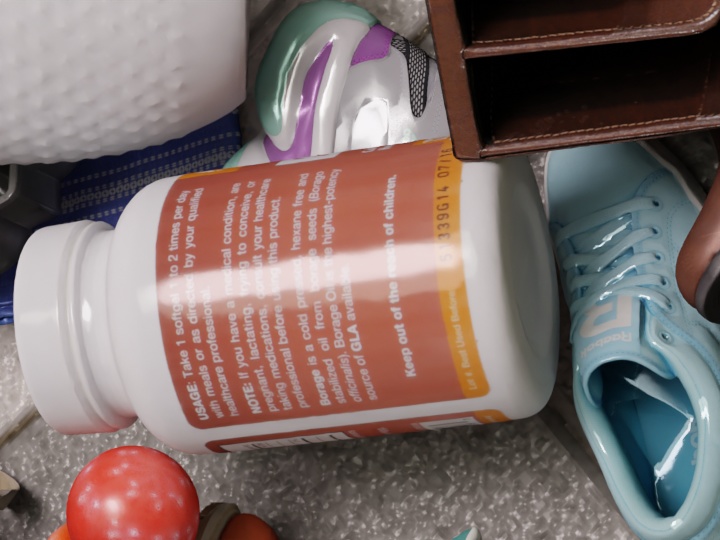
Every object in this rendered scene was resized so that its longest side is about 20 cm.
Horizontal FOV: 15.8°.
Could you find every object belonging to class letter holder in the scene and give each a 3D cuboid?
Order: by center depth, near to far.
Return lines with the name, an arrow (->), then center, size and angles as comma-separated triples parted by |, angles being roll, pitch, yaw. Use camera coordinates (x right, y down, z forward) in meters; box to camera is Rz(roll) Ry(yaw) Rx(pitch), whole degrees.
letter holder -> 0.099, -0.150, 0.991 | 0.141, 0.101, 0.201 | -5, 43, 8

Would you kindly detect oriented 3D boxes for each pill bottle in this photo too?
pill bottle -> -0.029, 0.012, 1.022 | 0.199, 0.112, 0.113 | -7, 75, 15

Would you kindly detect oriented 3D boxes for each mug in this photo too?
mug -> -0.131, -0.142, 1.063 | 0.174, 0.148, 0.202 | 3, 87, -2

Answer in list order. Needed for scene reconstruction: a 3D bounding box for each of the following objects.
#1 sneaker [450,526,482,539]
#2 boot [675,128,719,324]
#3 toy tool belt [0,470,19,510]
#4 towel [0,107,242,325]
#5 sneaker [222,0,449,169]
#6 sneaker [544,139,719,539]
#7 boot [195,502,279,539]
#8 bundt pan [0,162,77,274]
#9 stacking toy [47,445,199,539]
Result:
sneaker -> 0.089, 0.178, 1.015 | 0.199, 0.070, 0.093 | 35, 73, 20
boot -> 0.117, -0.088, 1.046 | 0.199, 0.068, 0.189 | 24, 78, 30
toy tool belt -> -0.237, 0.148, 1.140 | 0.124, 0.200, 0.124 | 20, 106, 12
towel -> -0.124, -0.083, 1.218 | 0.144, 0.024, 0.201 | -15, 72, 24
sneaker -> 0.000, 0.000, 1.103 | 0.139, 0.078, 0.201 | 27, 109, 16
sneaker -> 0.113, 0.021, 1.031 | 0.074, 0.082, 0.201 | -28, 66, 19
boot -> -0.023, 0.191, 1.081 | 0.107, 0.075, 0.201 | -10, 73, 13
bundt pan -> -0.209, -0.070, 1.204 | 0.201, 0.076, 0.203 | -7, 72, 24
stacking toy -> -0.120, 0.154, 1.082 | 0.085, 0.085, 0.201 | 50, 130, 28
